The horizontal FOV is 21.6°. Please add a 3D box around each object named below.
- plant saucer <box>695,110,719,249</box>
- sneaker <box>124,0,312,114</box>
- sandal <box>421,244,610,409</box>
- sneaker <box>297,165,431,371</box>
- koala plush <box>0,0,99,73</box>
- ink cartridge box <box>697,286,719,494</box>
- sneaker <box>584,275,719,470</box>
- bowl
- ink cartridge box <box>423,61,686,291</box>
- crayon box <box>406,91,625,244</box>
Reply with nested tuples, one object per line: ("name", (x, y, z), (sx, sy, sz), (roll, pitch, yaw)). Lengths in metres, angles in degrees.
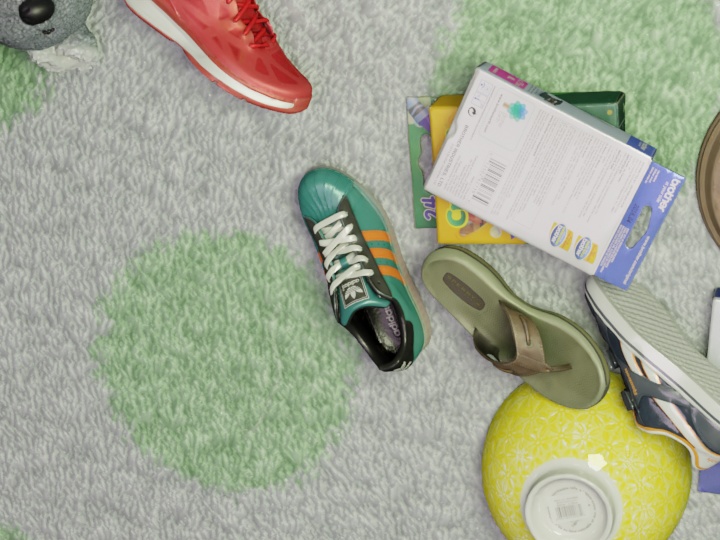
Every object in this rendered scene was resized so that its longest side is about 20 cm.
("plant saucer", (0.385, -0.073, 1.613), (0.198, 0.029, 0.202), (5, 108, 14))
("sneaker", (-0.109, -0.234, 1.677), (0.199, 0.078, 0.116), (34, 115, 2))
("sandal", (0.129, 0.059, 1.670), (0.200, 0.057, 0.080), (36, 128, 9))
("sneaker", (0.000, 0.000, 1.718), (0.071, 0.080, 0.201), (-27, 98, 22))
("koala plush", (-0.332, -0.242, 1.699), (0.198, 0.184, 0.179), (-16, 110, -22))
("ink cartridge box", (0.400, 0.124, 1.666), (0.194, 0.043, 0.202), (6, 108, 14))
("sneaker", (0.256, 0.089, 1.657), (0.200, 0.078, 0.080), (49, 125, 22))
("bowl", (0.196, 0.200, 1.714), (0.198, 0.108, 0.202), (5, 109, 15))
("ink cartridge box", (0.166, -0.080, 1.612), (0.199, 0.042, 0.120), (28, 113, 8))
("crayon box", (0.134, -0.089, 1.667), (0.198, 0.052, 0.127), (0, 108, 16))
